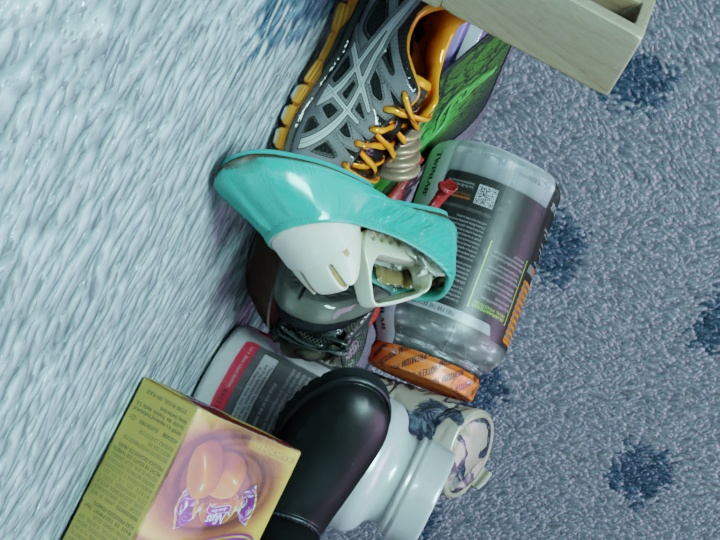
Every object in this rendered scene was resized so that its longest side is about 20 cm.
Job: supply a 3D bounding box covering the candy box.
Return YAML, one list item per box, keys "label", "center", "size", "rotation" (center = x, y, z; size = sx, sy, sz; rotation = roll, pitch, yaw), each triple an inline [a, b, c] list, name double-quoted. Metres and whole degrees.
- label: "candy box"
  center: [-0.126, 0.179, 0.708]
  size: [0.117, 0.056, 0.201]
  rotation: [35, 79, -53]

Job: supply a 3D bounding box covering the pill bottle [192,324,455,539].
- label: "pill bottle"
  center: [-0.030, 0.134, 0.905]
  size: [0.111, 0.199, 0.111]
  rotation: [-62, 174, -12]

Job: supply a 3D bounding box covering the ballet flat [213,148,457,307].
- label: "ballet flat"
  center: [-0.003, -0.016, 0.687]
  size: [0.199, 0.067, 0.071]
  rotation: [15, 62, -50]

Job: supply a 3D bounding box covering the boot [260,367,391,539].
- label: "boot"
  center: [-0.043, 0.181, 0.770]
  size: [0.198, 0.073, 0.163]
  rotation: [-50, -157, 27]

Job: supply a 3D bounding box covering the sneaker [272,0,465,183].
- label: "sneaker"
  center: [0.007, -0.104, 0.732]
  size: [0.078, 0.077, 0.201]
  rotation: [8, 104, -59]

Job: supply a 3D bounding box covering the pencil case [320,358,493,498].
- label: "pencil case"
  center: [0.017, 0.132, 1.005]
  size: [0.078, 0.199, 0.090]
  rotation: [-60, 150, -23]

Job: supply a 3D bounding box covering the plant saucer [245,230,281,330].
- label: "plant saucer"
  center: [-0.038, -0.052, 0.877]
  size: [0.200, 0.034, 0.201]
  rotation: [25, 90, -85]

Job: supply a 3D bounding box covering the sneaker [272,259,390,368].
- label: "sneaker"
  center: [-0.023, 0.031, 0.817]
  size: [0.200, 0.076, 0.115]
  rotation: [-65, 173, -74]

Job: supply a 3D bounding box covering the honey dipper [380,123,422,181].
- label: "honey dipper"
  center: [0.028, -0.160, 0.803]
  size: [0.038, 0.038, 0.201]
  rotation: [-56, 152, -56]

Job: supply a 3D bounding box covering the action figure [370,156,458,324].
- label: "action figure"
  center: [0.000, 0.000, 0.935]
  size: [0.201, 0.065, 0.052]
  rotation: [-57, 166, 19]

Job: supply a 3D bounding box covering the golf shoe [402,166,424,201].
- label: "golf shoe"
  center: [0.031, -0.110, 1.123]
  size: [0.095, 0.078, 0.200]
  rotation: [-58, 171, 33]

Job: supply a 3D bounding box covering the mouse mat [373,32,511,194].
- label: "mouse mat"
  center: [0.059, -0.122, 0.958]
  size: [0.200, 0.008, 0.161]
  rotation: [-41, 167, -24]

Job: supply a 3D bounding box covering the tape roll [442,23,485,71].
- label: "tape roll"
  center: [0.072, -0.221, 0.996]
  size: [0.201, 0.065, 0.200]
  rotation: [-63, 175, -10]

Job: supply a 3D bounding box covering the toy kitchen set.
- label: "toy kitchen set"
  center: [0.105, -0.243, 0.583]
  size: [0.164, 0.180, 0.201]
  rotation: [-60, 177, -48]

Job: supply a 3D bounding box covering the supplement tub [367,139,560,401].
- label: "supplement tub"
  center: [0.084, 0.002, 0.987]
  size: [0.123, 0.122, 0.201]
  rotation: [88, 24, -79]
